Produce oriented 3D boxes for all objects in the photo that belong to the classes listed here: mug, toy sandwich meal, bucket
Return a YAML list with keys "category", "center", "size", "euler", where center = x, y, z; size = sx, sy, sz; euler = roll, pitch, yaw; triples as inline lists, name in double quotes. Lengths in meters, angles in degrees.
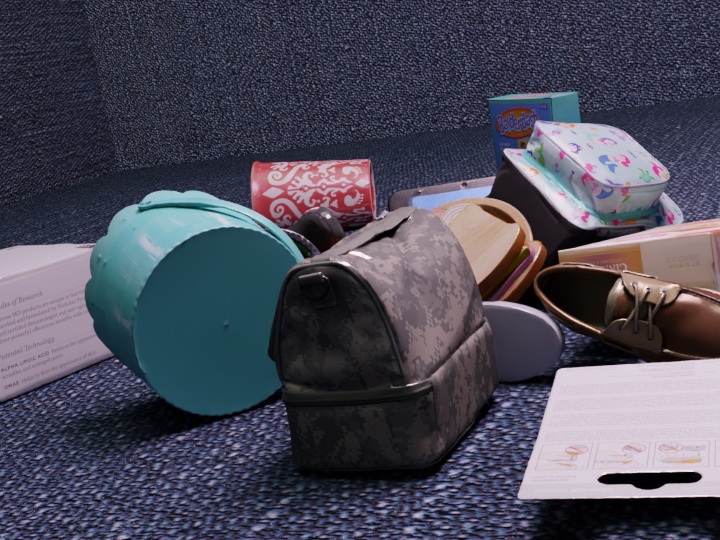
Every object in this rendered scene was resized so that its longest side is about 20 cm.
- category: "mug"
  center: [-0.074, -0.131, 1.912]
  size: [0.197, 0.135, 0.178]
  euler: [-5, 14, 6]
- category: "toy sandwich meal"
  center: [0.092, -0.013, 1.174]
  size: [0.203, 0.070, 0.207]
  euler: [-19, 45, 20]
- category: "bucket"
  center: [-0.148, 0.031, 1.061]
  size: [0.205, 0.210, 0.134]
  euler: [-15, 20, -24]

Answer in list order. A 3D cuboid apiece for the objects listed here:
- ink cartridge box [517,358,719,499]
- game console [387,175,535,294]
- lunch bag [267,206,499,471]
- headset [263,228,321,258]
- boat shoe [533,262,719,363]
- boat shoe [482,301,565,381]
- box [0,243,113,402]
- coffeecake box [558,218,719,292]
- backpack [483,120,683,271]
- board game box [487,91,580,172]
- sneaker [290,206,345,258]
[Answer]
- category: "ink cartridge box"
  center: [0.198, 0.119, 0.748]
  size: [0.160, 0.058, 0.200]
  euler: [-5, 21, 20]
- category: "game console"
  center: [0.132, -0.038, 1.334]
  size: [0.197, 0.118, 0.176]
  euler: [-9, 12, 7]
- category: "lunch bag"
  center: [0.019, 0.048, 0.902]
  size: [0.138, 0.170, 0.200]
  euler: [-3, 13, 27]
- category: "headset"
  center: [-0.127, 0.040, 1.223]
  size: [0.199, 0.124, 0.094]
  euler: [-32, -7, -16]
- category: "boat shoe"
  center: [0.228, 0.038, 0.929]
  size: [0.199, 0.077, 0.073]
  euler: [13, -3, 43]
- category: "boat shoe"
  center: [0.104, 0.060, 1.031]
  size: [0.198, 0.073, 0.068]
  euler: [-10, 11, 38]
- category: "box"
  center: [-0.410, 0.054, 1.314]
  size: [0.197, 0.133, 0.199]
  euler: [0, 15, 40]
- category: "coffeecake box"
  center: [0.304, -0.004, 1.052]
  size: [0.152, 0.074, 0.199]
  euler: [-7, 4, 42]
- category: "backpack"
  center: [0.258, -0.075, 1.249]
  size: [0.198, 0.152, 0.178]
  euler: [4, 34, -37]
- category: "board game box"
  center: [0.236, -0.130, 1.471]
  size: [0.044, 0.203, 0.152]
  euler: [-15, 13, -23]
- category: "sneaker"
  center: [-0.098, -0.001, 1.404]
  size: [0.115, 0.076, 0.200]
  euler: [-34, -5, -34]
